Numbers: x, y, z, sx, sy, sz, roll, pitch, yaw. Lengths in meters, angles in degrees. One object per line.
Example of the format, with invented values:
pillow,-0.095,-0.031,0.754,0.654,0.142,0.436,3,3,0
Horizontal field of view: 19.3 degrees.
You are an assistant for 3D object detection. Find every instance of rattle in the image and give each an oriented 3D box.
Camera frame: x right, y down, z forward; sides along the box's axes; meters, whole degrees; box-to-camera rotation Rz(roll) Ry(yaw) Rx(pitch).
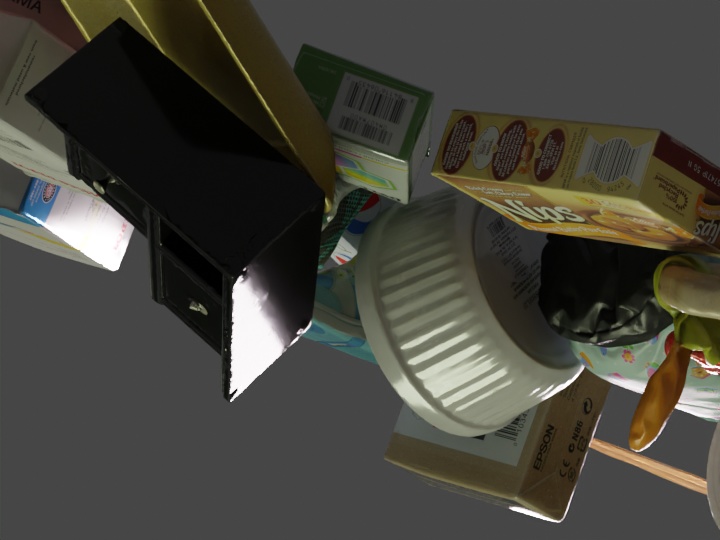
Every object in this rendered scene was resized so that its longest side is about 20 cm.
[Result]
rattle,0.296,0.061,1.445,0.199,0.144,0.130,8,171,-10

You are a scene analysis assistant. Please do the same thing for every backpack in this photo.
backpack,0.250,0.037,1.630,0.199,0.127,0.167,23,169,-32

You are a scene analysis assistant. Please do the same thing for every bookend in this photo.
bookend,-0.130,-0.040,1.491,0.200,0.092,0.199,41,157,15

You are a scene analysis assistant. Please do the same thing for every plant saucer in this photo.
plant saucer,-0.106,-0.138,1.470,0.200,0.048,0.200,8,136,55

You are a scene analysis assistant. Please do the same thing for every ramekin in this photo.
ramekin,0.099,0.022,1.676,0.105,0.201,0.200,-26,140,37

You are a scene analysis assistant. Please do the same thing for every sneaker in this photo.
sneaker,0.000,0.000,1.753,0.199,0.131,0.079,23,169,-35
sneaker,-0.038,-0.048,1.680,0.077,0.092,0.200,27,-148,14

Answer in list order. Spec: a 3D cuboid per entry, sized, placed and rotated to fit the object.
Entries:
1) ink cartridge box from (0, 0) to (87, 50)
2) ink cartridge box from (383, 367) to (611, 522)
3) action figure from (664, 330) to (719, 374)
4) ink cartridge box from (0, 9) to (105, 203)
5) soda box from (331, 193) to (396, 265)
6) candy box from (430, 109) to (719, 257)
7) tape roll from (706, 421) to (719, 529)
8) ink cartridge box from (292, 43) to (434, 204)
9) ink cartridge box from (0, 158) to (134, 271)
ink cartridge box,-0.270,-0.215,1.606,0.199,0.045,0.176,23,172,-15
ink cartridge box,0.128,0.098,1.824,0.164,0.201,0.075,10,166,45
action figure,0.316,0.046,1.531,0.199,0.052,0.065,-8,172,-10
ink cartridge box,-0.262,-0.134,1.644,0.146,0.083,0.200,19,171,33
soda box,-0.004,-0.045,1.823,0.068,0.064,0.200,19,161,45
candy box,0.159,-0.061,1.469,0.115,0.056,0.199,27,170,-41
tape roll,0.413,0.169,1.801,0.139,0.204,0.202,27,170,-29
ink cartridge box,-0.002,-0.102,1.597,0.103,0.060,0.200,21,171,4
ink cartridge box,-0.304,-0.108,1.999,0.144,0.148,0.200,18,170,24
